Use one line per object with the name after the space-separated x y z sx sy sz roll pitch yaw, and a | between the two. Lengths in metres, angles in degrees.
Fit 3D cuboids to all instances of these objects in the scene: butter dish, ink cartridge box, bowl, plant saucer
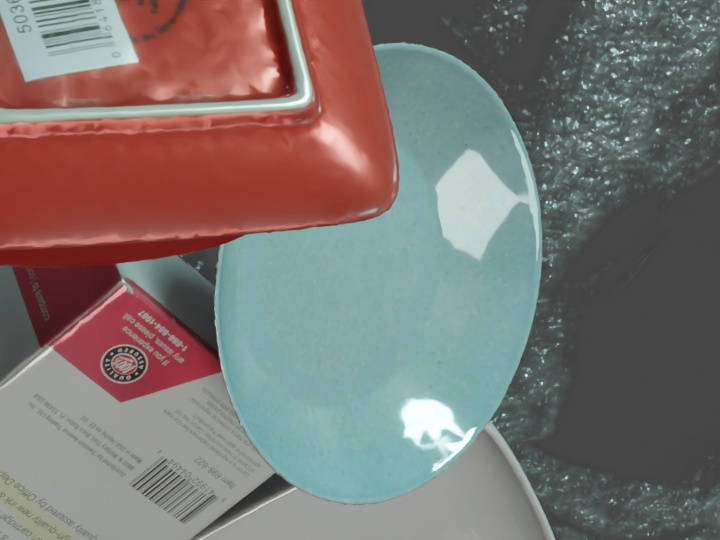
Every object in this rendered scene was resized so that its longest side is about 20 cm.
-0.107 -0.074 0.980 0.198 0.201 0.148 -4 153 -22 | butter dish
-0.146 0.077 1.132 0.200 0.084 0.145 -38 134 9 | ink cartridge box
-0.010 0.142 1.254 0.199 0.075 0.200 -27 133 -1 | bowl
0.000 0.000 1.120 0.200 0.039 0.203 -10 104 -44 | plant saucer
